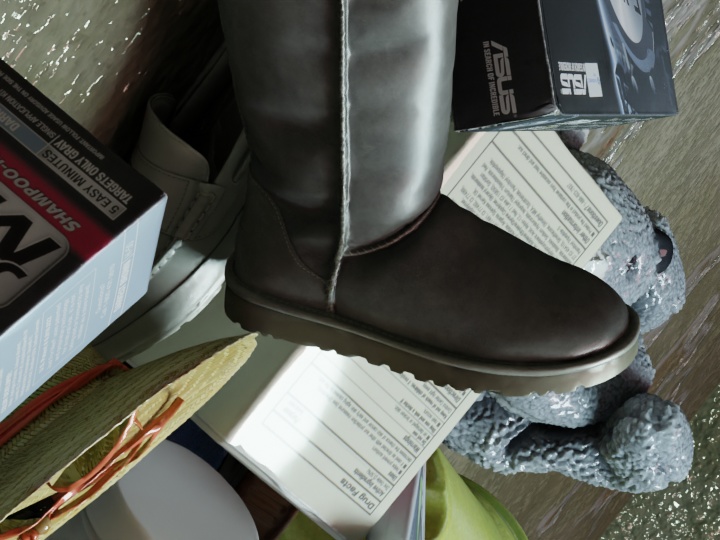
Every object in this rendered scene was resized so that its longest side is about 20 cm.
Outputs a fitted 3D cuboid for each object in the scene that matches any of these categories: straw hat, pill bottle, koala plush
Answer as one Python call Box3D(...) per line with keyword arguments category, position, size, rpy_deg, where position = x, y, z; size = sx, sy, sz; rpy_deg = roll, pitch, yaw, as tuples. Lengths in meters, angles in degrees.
Box3D(category="straw hat", position=(-0.136, 0.053, 1.045), size=(0.201, 0.085, 0.201), rpy_deg=(-39, 175, -4))
Box3D(category="pill bottle", position=(-0.137, 0.169, 1.236), size=(0.200, 0.109, 0.109), rpy_deg=(-48, 169, 24))
Box3D(category="koala plush", position=(0.108, 0.007, 1.575), size=(0.200, 0.183, 0.178), rpy_deg=(92, -1, -54))

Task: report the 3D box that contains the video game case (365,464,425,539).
Box3D(category="video game case", position=(0.017, 0.192, 1.324), size=(0.200, 0.023, 0.183), rpy_deg=(-72, 163, -74))

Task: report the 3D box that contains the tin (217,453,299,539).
Box3D(category="tin", position=(-0.023, 0.072, 1.472), size=(0.200, 0.042, 0.112), rpy_deg=(-53, -166, 18))

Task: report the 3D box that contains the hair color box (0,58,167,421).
Box3D(category="hair color box", position=(-0.164, 0.019, 0.854), size=(0.200, 0.099, 0.061), rpy_deg=(-43, 164, -31))

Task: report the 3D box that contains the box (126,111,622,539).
Box3D(category="box", position=(0.000, 0.000, 1.231), size=(0.200, 0.109, 0.128), rpy_deg=(-50, 140, -4))

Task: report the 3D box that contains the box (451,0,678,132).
Box3D(category="box", position=(0.077, -0.139, 1.140), size=(0.043, 0.161, 0.200), rpy_deg=(-8, 179, 20))

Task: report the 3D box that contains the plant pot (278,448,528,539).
Box3D(category="plant pot", position=(0.000, 0.169, 1.614), size=(0.201, 0.200, 0.184), rpy_deg=(-48, 154, -14))

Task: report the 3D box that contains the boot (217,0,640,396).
Box3D(category="boot", position=(0.026, -0.058, 1.021), size=(0.073, 0.181, 0.201), rpy_deg=(-73, 171, -60))

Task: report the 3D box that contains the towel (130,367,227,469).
Box3D(category="towel", position=(-0.078, 0.064, 1.342), size=(0.200, 0.048, 0.112), rpy_deg=(-42, 162, -33))

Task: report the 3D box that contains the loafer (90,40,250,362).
Box3D(category="loafer", position=(-0.066, -0.044, 1.105), size=(0.200, 0.070, 0.070), rpy_deg=(-49, 130, 8))
